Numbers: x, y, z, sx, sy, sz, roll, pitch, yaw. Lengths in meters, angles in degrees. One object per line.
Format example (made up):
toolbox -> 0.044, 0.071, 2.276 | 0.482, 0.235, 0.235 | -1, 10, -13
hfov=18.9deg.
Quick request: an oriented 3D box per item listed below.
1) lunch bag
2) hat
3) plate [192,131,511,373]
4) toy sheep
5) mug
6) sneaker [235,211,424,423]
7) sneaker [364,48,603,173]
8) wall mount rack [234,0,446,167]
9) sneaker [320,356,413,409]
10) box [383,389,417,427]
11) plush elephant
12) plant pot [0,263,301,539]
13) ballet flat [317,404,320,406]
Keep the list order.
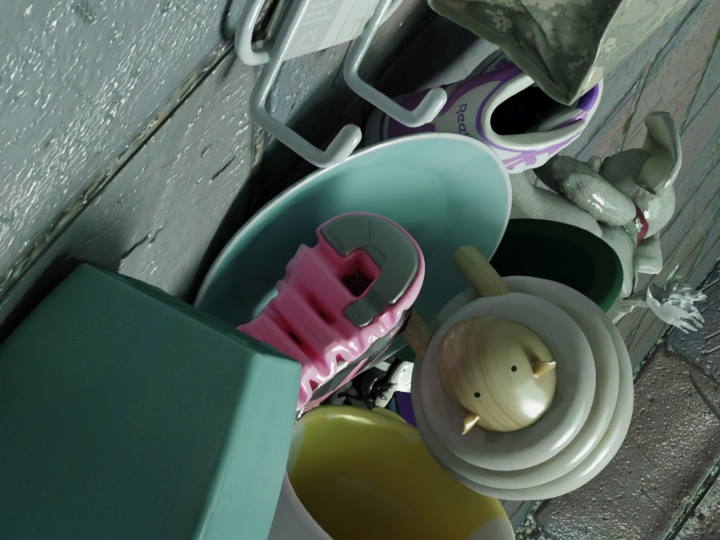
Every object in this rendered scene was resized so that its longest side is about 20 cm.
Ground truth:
lunch bag -> 0.144, -0.213, 1.134 | 0.164, 0.118, 0.200 | -41, 165, -49
hat -> 0.091, 0.081, 1.454 | 0.166, 0.200, 0.176 | -58, 141, -48
plate -> -0.009, -0.006, 1.168 | 0.200, 0.026, 0.200 | -24, 146, -18
toy sheep -> 0.090, 0.064, 1.205 | 0.138, 0.138, 0.200 | -56, 156, 3
mug -> -0.003, 0.177, 1.227 | 0.187, 0.149, 0.153 | -20, 146, -56
sneaker -> -0.047, 0.057, 1.125 | 0.200, 0.079, 0.095 | -36, 163, -8
sneaker -> 0.107, -0.094, 1.230 | 0.114, 0.073, 0.200 | -13, -169, 42
wall mount rack -> 0.027, -0.138, 0.979 | 0.174, 0.075, 0.200 | -61, 167, 22
sneaker -> 0.005, 0.085, 1.516 | 0.200, 0.076, 0.088 | -57, 157, -24
box -> 0.021, 0.194, 1.337 | 0.137, 0.039, 0.200 | -54, -147, 43
plush elephant -> 0.173, -0.042, 1.619 | 0.165, 0.200, 0.155 | 101, 7, -45
plant pot -> -0.115, 0.108, 0.941 | 0.200, 0.141, 0.141 | -63, 168, 1
ballet flat -> -0.082, 0.106, 1.246 | 0.200, 0.071, 0.071 | -37, 158, -54
